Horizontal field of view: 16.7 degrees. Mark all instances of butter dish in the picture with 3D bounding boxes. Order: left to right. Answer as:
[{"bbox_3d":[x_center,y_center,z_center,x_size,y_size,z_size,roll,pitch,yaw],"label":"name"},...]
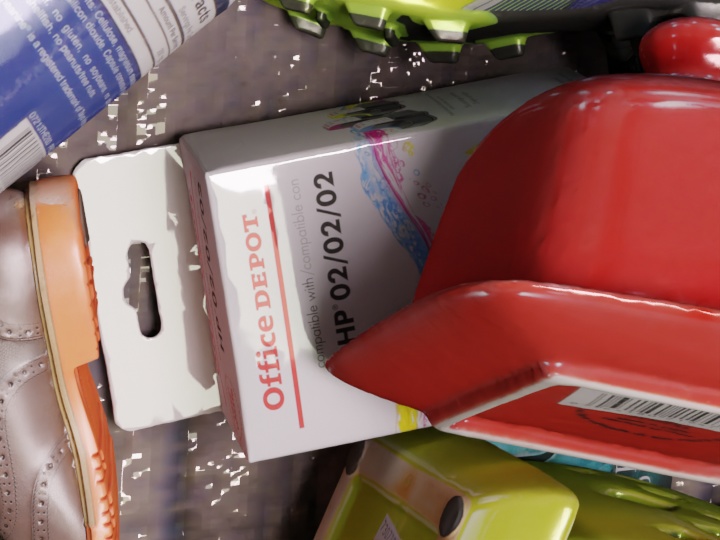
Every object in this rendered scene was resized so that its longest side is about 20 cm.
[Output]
[{"bbox_3d":[0.109,-0.014,0.839,0.199,0.199,0.149,12,77,-14],"label":"butter dish"}]

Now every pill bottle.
[{"bbox_3d":[-0.105,-0.113,0.840,0.200,0.111,0.111,-40,119,-9],"label":"pill bottle"}]

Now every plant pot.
[{"bbox_3d":[0.067,0.168,0.925,0.181,0.200,0.200,24,90,-18],"label":"plant pot"}]

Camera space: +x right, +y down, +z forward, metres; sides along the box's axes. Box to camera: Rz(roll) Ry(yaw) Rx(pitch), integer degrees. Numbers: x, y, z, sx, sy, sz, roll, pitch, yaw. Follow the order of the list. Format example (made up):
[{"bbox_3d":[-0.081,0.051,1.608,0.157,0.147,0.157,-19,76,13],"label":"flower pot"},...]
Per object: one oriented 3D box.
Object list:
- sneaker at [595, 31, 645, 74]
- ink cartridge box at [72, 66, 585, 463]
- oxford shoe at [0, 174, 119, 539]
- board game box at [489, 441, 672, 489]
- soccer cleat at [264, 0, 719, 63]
[{"bbox_3d":[0.091,-0.142,0.954,0.086,0.080,0.201,-11,100,-15],"label":"sneaker"},{"bbox_3d":[0.000,0.000,0.928,0.199,0.068,0.116,-11,107,-10],"label":"ink cartridge box"},{"bbox_3d":[-0.129,0.065,0.920,0.072,0.071,0.201,-6,103,-5],"label":"oxford shoe"},{"bbox_3d":[0.072,0.054,1.025,0.134,0.028,0.201,-4,107,-25],"label":"board game box"},{"bbox_3d":[0.055,-0.123,0.907,0.199,0.065,0.084,1,84,16],"label":"soccer cleat"}]
